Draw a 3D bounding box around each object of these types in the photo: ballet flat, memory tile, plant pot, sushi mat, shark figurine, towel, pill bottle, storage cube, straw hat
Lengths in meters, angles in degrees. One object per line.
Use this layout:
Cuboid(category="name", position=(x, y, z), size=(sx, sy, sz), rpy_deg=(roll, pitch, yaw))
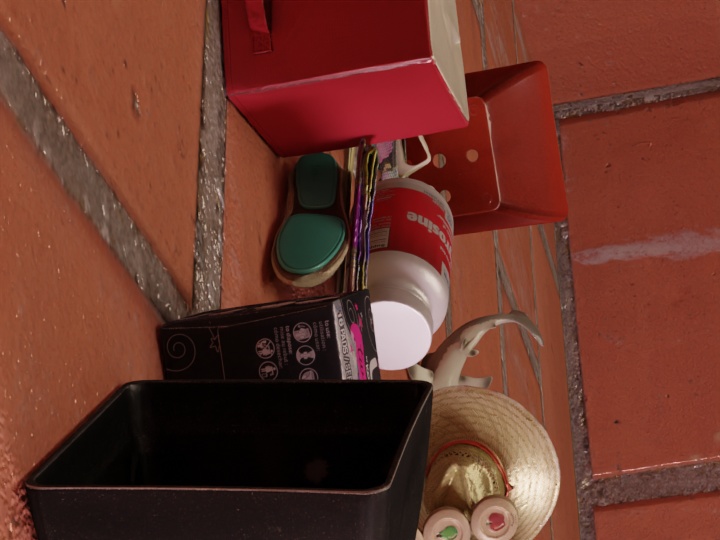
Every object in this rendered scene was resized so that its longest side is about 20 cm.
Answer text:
Cuboid(category="ballet flat", position=(0.047, -0.111, 2.034), size=(0.069, 0.070, 0.202), rpy_deg=(14, 69, -78))
Cuboid(category="memory tile", position=(0.101, 0.336, 1.801), size=(0.017, 0.152, 0.202), rpy_deg=(-136, -146, -79))
Cuboid(category="ballet flat", position=(-0.039, -0.031, 1.584), size=(0.201, 0.067, 0.063), rpy_deg=(-80, 172, -54))
Cuboid(category="plant pot", position=(0.123, -0.138, 2.167), size=(0.176, 0.198, 0.202), rpy_deg=(-21, 102, -67))
Cuboid(category="sushi mat", position=(-0.017, -0.024, 1.682), size=(0.096, 0.012, 0.202), rpy_deg=(103, -9, -82))
Cuboid(category="shark figurine", position=(0.116, 0.102, 2.158), size=(0.128, 0.215, 0.089), rpy_deg=(45, -15, -22))
Cuboid(category="towel", position=(0.000, 0.000, 1.606), size=(0.144, 0.023, 0.202), rpy_deg=(94, 0, -70))
Cuboid(category="pill bottle", position=(0.035, 0.004, 1.795), size=(0.201, 0.111, 0.113), rpy_deg=(-82, 160, -53))
Cuboid(category="plant pot", position=(-0.064, 0.175, 1.037), size=(0.200, 0.197, 0.179), rpy_deg=(-56, 144, -73))
Cuboid(category="storage cube", position=(-0.013, -0.215, 1.550), size=(0.200, 0.178, 0.173), rpy_deg=(45, 39, -70))
Cuboid(category="straw hat", position=(0.107, 0.228, 1.844), size=(0.085, 0.199, 0.203), rpy_deg=(-43, 125, -62))

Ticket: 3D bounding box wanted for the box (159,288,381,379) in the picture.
Cuboid(category="box", position=(-0.049, 0.122, 1.251), size=(0.115, 0.131, 0.202), rpy_deg=(-22, 104, -76))
